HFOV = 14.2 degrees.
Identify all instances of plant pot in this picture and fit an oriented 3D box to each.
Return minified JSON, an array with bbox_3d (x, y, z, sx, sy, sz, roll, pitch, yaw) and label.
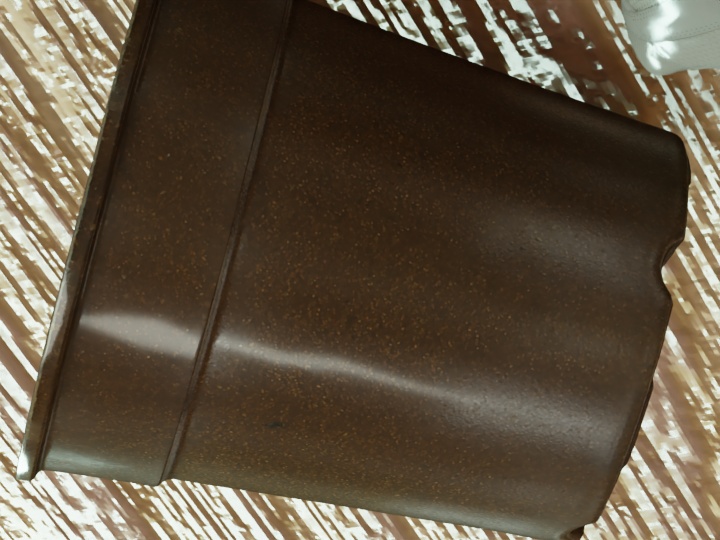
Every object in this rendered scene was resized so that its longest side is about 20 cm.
[{"bbox_3d":[0.000,0.000,1.005,0.198,0.200,0.200,15,138,-3],"label":"plant pot"}]

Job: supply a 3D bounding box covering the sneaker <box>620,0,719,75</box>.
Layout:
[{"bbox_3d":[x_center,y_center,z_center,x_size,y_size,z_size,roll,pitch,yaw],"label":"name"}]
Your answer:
[{"bbox_3d":[0.167,-0.087,0.812,0.200,0.076,0.092,5,150,1],"label":"sneaker"}]
